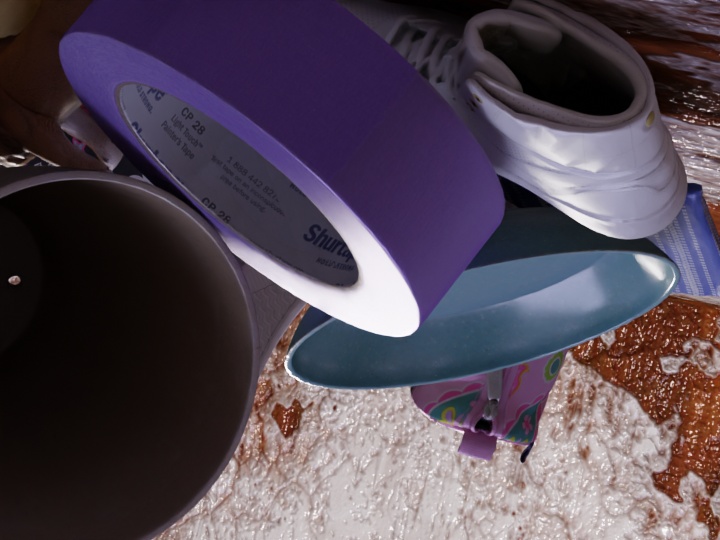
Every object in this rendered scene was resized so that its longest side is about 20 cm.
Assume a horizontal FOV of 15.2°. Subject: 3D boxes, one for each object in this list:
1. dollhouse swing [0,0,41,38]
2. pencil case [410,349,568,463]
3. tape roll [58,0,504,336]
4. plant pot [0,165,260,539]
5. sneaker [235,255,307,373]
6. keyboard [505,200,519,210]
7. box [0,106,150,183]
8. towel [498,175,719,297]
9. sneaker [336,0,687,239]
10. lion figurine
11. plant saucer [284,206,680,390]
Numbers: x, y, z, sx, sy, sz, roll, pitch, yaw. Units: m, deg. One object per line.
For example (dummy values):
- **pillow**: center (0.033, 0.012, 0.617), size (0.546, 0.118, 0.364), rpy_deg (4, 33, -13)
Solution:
- **dollhouse swing**: center (-0.272, -0.161, 1.457), size (0.200, 0.176, 0.182), rpy_deg (13, -141, -32)
- **pencil case**: center (0.095, 0.006, 1.551), size (0.087, 0.200, 0.087), rpy_deg (20, -168, -5)
- **tape roll**: center (-0.035, -0.059, 1.182), size (0.200, 0.066, 0.200), rpy_deg (36, 164, 12)
- **plant pot**: center (-0.172, 0.027, 1.323), size (0.187, 0.188, 0.200), rpy_deg (13, -174, -26)
- **sneaker**: center (-0.097, 0.041, 1.691), size (0.074, 0.200, 0.118), rpy_deg (48, 162, -10)
- **keyboard**: center (0.065, -0.022, 1.365), size (0.056, 0.011, 0.200), rpy_deg (-2, 160, 39)
- **box**: center (-0.154, -0.045, 1.622), size (0.114, 0.132, 0.200), rpy_deg (-22, -165, -4)
- **towel**: center (0.091, -0.030, 1.403), size (0.199, 0.024, 0.145), rpy_deg (8, 162, 19)
- **sneaker**: center (0.047, -0.092, 1.174), size (0.200, 0.074, 0.116), rpy_deg (23, 162, 21)
- **lion figurine**: center (-0.152, -0.105, 1.372), size (0.122, 0.200, 0.073), rpy_deg (36, -147, -15)
- **plant saucer**: center (0.057, 0.011, 1.330), size (0.199, 0.036, 0.200), rpy_deg (-11, 164, -3)
